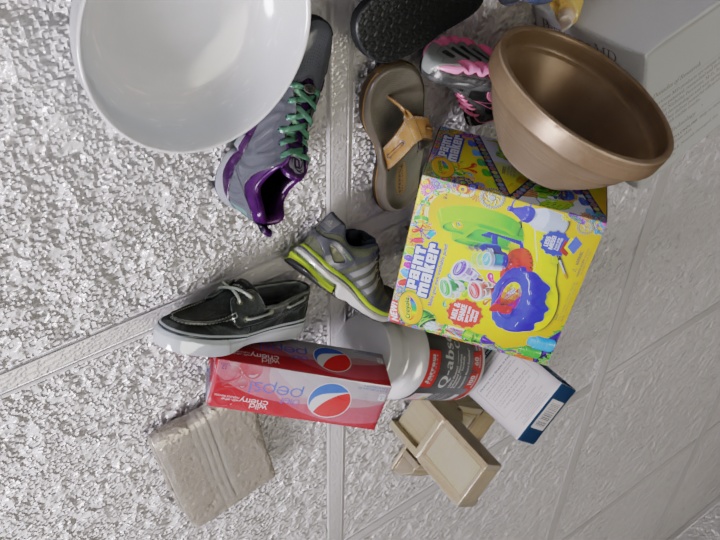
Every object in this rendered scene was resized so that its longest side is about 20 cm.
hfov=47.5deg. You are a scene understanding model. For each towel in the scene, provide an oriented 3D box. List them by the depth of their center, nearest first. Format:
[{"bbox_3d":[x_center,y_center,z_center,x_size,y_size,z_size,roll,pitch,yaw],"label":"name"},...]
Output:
[{"bbox_3d":[-0.178,0.228,1.009,0.132,0.034,0.200,-31,138,-24],"label":"towel"}]

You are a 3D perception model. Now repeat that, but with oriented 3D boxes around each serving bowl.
[{"bbox_3d":[-0.138,-0.196,0.648,0.200,0.066,0.200,-25,137,-26],"label":"serving bowl"}]

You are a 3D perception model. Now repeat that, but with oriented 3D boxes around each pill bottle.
[{"bbox_3d":[0.066,0.113,1.077,0.200,0.116,0.116,10,115,-48],"label":"pill bottle"}]

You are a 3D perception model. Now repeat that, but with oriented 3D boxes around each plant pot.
[{"bbox_3d":[0.204,-0.148,0.827,0.201,0.201,0.093,-11,149,-38],"label":"plant pot"}]

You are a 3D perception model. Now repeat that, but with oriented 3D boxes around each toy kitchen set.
[{"bbox_3d":[0.151,0.306,1.275,0.200,0.180,0.163,17,111,-45],"label":"toy kitchen set"}]

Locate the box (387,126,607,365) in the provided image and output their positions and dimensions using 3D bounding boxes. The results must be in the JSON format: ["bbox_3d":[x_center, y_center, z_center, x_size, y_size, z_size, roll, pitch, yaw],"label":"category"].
[{"bbox_3d":[0.150,-0.027,0.918,0.122,0.192,0.200,-67,171,-52],"label":"box"}]

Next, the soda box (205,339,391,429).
[{"bbox_3d":[-0.071,0.123,0.925,0.200,0.063,0.070,11,119,-16],"label":"soda box"}]

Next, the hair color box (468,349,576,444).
[{"bbox_3d":[0.192,0.141,1.156,0.100,0.200,0.060,-53,142,7],"label":"hair color box"}]

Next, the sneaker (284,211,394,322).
[{"bbox_3d":[0.000,0.000,0.954,0.081,0.074,0.200,-54,144,2],"label":"sneaker"}]

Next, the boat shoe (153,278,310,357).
[{"bbox_3d":[-0.133,0.040,0.871,0.200,0.072,0.071,-9,120,-52],"label":"boat shoe"}]

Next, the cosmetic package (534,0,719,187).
[{"bbox_3d":[0.327,-0.246,0.977,0.166,0.167,0.200,-36,140,-14],"label":"cosmetic package"}]

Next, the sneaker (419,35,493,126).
[{"bbox_3d":[0.135,-0.201,0.915,0.200,0.079,0.095,-3,136,-41],"label":"sneaker"}]

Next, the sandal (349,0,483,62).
[{"bbox_3d":[0.051,-0.258,0.804,0.200,0.048,0.075,-33,141,-39],"label":"sandal"}]

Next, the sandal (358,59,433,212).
[{"bbox_3d":[0.045,-0.137,0.889,0.082,0.055,0.200,-28,138,-25],"label":"sandal"}]

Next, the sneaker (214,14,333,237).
[{"bbox_3d":[-0.061,-0.132,0.762,0.074,0.088,0.200,4,119,-46],"label":"sneaker"}]

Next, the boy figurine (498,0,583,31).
[{"bbox_3d":[0.211,-0.315,0.862,0.200,0.064,0.125,-20,99,-45],"label":"boy figurine"}]
